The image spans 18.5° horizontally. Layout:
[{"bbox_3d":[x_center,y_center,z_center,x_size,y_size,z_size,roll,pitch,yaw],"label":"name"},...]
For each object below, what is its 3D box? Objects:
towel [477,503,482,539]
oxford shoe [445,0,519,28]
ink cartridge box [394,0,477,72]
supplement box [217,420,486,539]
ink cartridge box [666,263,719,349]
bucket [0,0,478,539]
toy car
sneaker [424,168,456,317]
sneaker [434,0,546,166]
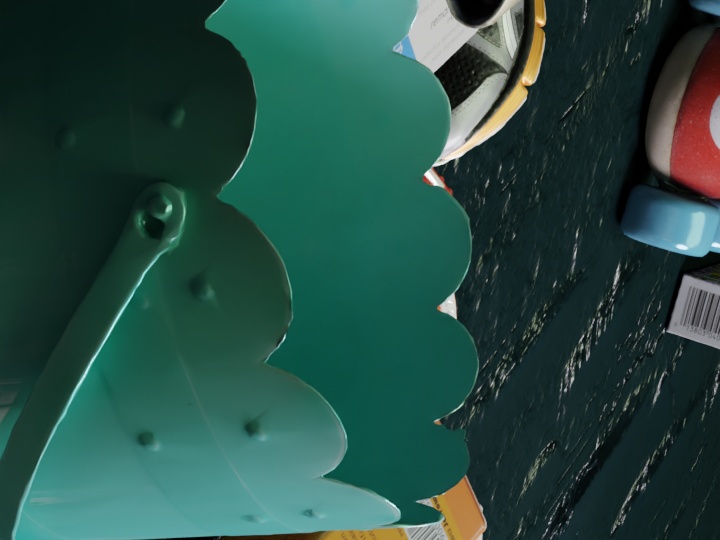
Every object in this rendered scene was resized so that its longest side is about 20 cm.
[{"bbox_3d":[0.010,0.218,1.140,0.200,0.034,0.133,-50,150,-38],"label":"towel"},{"bbox_3d":[0.045,-0.157,0.754,0.074,0.070,0.200,-60,154,-21],"label":"oxford shoe"},{"bbox_3d":[-0.003,-0.160,0.820,0.115,0.067,0.201,-47,148,-46],"label":"ink cartridge box"},{"bbox_3d":[-0.028,0.142,0.959,0.200,0.066,0.069,-39,111,-44],"label":"supplement box"},{"bbox_3d":[0.315,0.032,1.688,0.200,0.108,0.051,-12,118,-66],"label":"ink cartridge box"},{"bbox_3d":[-0.055,-0.014,0.637,0.207,0.134,0.209,-9,90,-73],"label":"bucket"},{"bbox_3d":[0.297,-0.085,1.427,0.177,0.199,0.186,-3,110,-67],"label":"toy car"},{"bbox_3d":[0.000,0.000,0.959,0.077,0.073,0.201,-49,148,-25],"label":"sneaker"},{"bbox_3d":[0.044,-0.143,0.957,0.077,0.078,0.201,30,76,-55],"label":"sneaker"}]
